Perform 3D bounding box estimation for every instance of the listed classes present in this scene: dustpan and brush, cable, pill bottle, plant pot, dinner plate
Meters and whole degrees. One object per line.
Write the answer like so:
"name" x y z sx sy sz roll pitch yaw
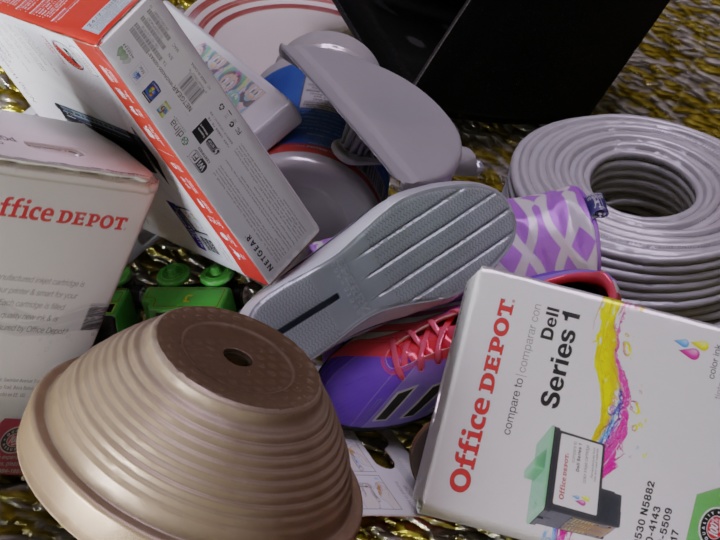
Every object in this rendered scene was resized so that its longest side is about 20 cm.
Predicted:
"dustpan and brush" 0.033 -0.085 1.622 0.199 0.057 0.140 -4 47 -51
"cable" 0.193 -0.037 1.704 0.198 0.070 0.201 1 35 -9
"pill bottle" -0.032 -0.081 1.687 0.111 0.113 0.201 8 33 0
"plant pot" 0.117 -0.224 1.842 0.176 0.200 0.201 20 26 -31
"plant pot" -0.083 0.085 1.358 0.199 0.093 0.201 18 27 -10
"dinner plate" -0.043 -0.169 1.889 0.198 0.024 0.201 6 35 -4

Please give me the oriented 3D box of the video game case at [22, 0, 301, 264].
"video game case" -0.156 -0.088 1.649 0.182 0.024 0.200 -40 39 -8

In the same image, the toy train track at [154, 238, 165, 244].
"toy train track" -0.167 -0.059 1.697 0.114 0.033 0.200 -22 34 -6

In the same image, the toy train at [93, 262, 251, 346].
"toy train" -0.165 0.025 1.530 0.198 0.042 0.057 -1 36 19

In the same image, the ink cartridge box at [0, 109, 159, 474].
"ink cartridge box" -0.222 0.011 1.405 0.145 0.201 0.085 7 24 -49

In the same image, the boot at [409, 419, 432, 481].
"boot" 0.111 0.098 1.518 0.198 0.074 0.075 -14 12 -24

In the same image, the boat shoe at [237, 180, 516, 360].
"boat shoe" 0.000 0.000 1.497 0.199 0.074 0.067 -24 8 -23

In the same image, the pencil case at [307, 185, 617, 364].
"pencil case" 0.063 0.005 1.577 0.198 0.084 0.086 -12 57 -6

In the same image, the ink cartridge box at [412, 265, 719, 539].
"ink cartridge box" 0.142 0.093 1.417 0.198 0.146 0.084 14 -6 1

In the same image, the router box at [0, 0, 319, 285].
"router box" -0.135 -0.095 1.460 0.049 0.200 0.179 -47 37 -16

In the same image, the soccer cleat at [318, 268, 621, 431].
"soccer cleat" 0.066 0.043 1.497 0.198 0.073 0.069 -17 76 -9

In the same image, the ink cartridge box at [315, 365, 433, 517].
"ink cartridge box" -0.067 0.115 1.475 0.199 0.057 0.163 10 28 -35
